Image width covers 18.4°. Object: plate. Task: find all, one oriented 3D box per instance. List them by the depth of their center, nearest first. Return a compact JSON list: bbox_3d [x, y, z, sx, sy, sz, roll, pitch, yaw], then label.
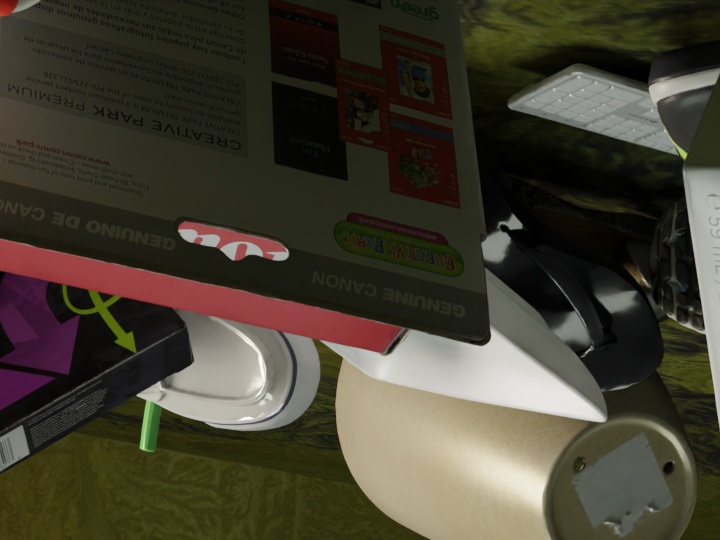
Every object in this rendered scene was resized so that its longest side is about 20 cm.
[{"bbox_3d":[0.000,0.000,1.044,0.199,0.032,0.199,39,163,-30],"label":"plate"}]

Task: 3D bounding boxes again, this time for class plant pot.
[{"bbox_3d":[0.105,0.095,1.264,0.186,0.189,0.200,12,-172,-22],"label":"plant pot"}]

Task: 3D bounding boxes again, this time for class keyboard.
[{"bbox_3d":[0.164,-0.058,0.987,0.199,0.011,0.056,13,169,-26],"label":"keyboard"}]

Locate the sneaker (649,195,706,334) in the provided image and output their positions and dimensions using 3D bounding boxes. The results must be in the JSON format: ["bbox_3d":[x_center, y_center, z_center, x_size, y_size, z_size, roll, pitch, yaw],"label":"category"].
[{"bbox_3d":[0.239,0.002,1.120,0.199,0.079,0.090,2,171,33],"label":"sneaker"}]

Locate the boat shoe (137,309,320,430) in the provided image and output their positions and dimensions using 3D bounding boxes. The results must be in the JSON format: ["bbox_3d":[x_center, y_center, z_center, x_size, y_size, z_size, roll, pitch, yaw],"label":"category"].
[{"bbox_3d":[-0.113,0.029,1.120,0.199,0.072,0.066,25,-168,31],"label":"boat shoe"}]

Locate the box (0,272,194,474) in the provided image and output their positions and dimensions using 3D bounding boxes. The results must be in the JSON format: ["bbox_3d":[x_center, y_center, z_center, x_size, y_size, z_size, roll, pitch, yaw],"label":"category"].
[{"bbox_3d":[-0.192,0.005,1.060,0.200,0.142,0.036,46,156,32],"label":"box"}]

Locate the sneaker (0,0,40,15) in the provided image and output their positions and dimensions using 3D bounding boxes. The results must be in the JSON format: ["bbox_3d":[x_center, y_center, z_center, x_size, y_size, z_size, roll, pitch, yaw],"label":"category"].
[{"bbox_3d":[-0.128,-0.123,0.672,0.070,0.094,0.199,16,167,-38],"label":"sneaker"}]

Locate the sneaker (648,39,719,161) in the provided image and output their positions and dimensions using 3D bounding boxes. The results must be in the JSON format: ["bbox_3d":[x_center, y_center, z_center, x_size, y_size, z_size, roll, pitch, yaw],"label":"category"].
[{"bbox_3d":[0.182,-0.027,0.915,0.071,0.083,0.200,-13,152,31],"label":"sneaker"}]

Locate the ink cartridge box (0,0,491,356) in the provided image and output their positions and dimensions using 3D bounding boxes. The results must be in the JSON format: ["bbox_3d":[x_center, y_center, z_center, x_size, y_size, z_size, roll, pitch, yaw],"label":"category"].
[{"bbox_3d":[-0.063,-0.044,0.781,0.199,0.177,0.084,13,141,-23],"label":"ink cartridge box"}]

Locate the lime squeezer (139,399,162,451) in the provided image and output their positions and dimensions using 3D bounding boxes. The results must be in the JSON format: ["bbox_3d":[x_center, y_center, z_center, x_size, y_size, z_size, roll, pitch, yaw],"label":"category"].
[{"bbox_3d":[-0.070,0.001,1.181,0.038,0.200,0.071,19,151,50],"label":"lime squeezer"}]

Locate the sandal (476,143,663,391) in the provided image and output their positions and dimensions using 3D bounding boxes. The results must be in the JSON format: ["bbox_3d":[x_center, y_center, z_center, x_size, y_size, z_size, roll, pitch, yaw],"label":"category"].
[{"bbox_3d":[0.076,0.006,1.113,0.076,0.043,0.200,-39,122,22],"label":"sandal"}]

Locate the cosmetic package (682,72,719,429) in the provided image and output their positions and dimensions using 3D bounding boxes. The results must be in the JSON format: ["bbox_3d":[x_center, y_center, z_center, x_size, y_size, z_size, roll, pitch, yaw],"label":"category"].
[{"bbox_3d":[0.234,0.014,0.793,0.199,0.123,0.200,2,128,23],"label":"cosmetic package"}]

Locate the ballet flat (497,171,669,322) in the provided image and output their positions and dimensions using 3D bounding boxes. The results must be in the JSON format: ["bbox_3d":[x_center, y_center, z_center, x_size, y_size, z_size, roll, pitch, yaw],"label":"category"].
[{"bbox_3d":[0.119,0.001,1.190,0.199,0.073,0.072,16,167,-32],"label":"ballet flat"}]
